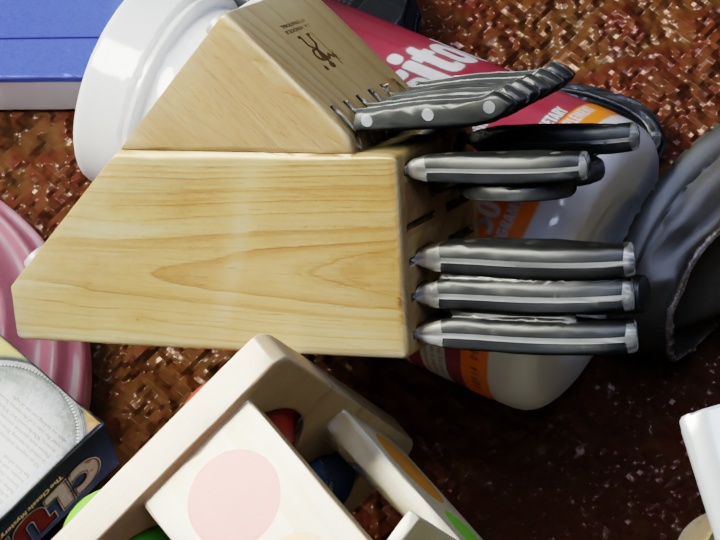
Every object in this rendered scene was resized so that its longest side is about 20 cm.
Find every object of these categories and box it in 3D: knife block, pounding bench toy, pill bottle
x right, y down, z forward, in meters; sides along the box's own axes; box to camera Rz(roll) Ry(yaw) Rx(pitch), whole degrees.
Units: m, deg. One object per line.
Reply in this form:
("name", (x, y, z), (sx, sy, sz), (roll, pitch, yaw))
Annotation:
("knife block", (0.000, 0.000, 1.016), (0.176, 0.064, 0.200), (46, 118, 10))
("pounding bench toy", (-0.044, 0.145, 1.002), (0.200, 0.124, 0.156), (-45, 62, 4))
("pill bottle", (-0.001, -0.036, 1.108), (0.200, 0.113, 0.113), (23, 66, 19))

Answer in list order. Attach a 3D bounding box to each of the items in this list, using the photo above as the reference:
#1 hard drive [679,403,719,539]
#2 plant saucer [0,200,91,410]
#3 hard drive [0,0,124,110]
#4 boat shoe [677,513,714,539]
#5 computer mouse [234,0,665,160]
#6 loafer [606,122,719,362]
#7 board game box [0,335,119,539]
("hard drive", (0.187, 0.120, 0.900), (0.132, 0.027, 0.201), (-17, 71, 4))
("plant saucer", (-0.203, 0.040, 1.129), (0.200, 0.051, 0.201), (-4, 61, 6))
("hard drive", (-0.148, -0.157, 1.247), (0.131, 0.025, 0.201), (0, 61, 8))
("boat shoe", (0.141, 0.113, 1.040), (0.064, 0.071, 0.200), (14, 67, 54))
("computer mouse", (0.026, -0.079, 1.182), (0.200, 0.034, 0.059), (27, 51, 15))
("loafer", (0.175, -0.030, 1.103), (0.200, 0.073, 0.071), (-38, 61, -14))
("board game box", (-0.204, 0.049, 1.075), (0.200, 0.035, 0.135), (39, 72, 24))
